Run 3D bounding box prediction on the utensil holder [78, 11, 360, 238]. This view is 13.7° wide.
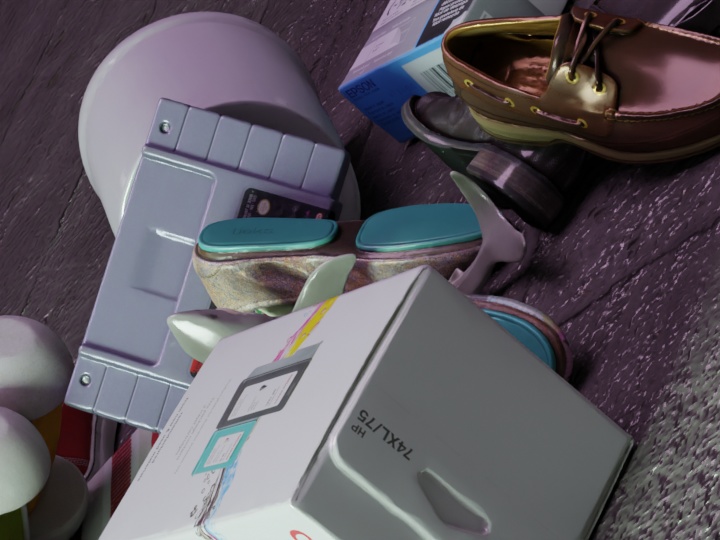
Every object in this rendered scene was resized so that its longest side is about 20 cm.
[{"bbox_3d":[-0.093,-0.068,1.983,0.170,0.170,0.200,-48,20,7],"label":"utensil holder"}]

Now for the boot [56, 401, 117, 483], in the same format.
[{"bbox_3d":[-0.242,0.086,2.073,0.072,0.144,0.200,-49,17,11],"label":"boot"}]

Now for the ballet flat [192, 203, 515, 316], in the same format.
[{"bbox_3d":[0.000,0.000,1.768,0.200,0.067,0.068,-1,27,21],"label":"ballet flat"}]

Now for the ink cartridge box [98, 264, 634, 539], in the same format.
[{"bbox_3d":[0.000,0.112,1.460,0.200,0.147,0.146,-20,35,55],"label":"ink cartridge box"}]

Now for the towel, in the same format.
[{"bbox_3d":[-0.153,0.162,1.919,0.200,0.023,0.144,-46,21,19],"label":"towel"}]

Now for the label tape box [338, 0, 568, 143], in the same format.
[{"bbox_3d":[0.084,-0.192,1.967,0.143,0.066,0.200,-23,35,54],"label":"label tape box"}]

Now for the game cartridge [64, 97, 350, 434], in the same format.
[{"bbox_3d":[-0.092,0.006,1.832,0.038,0.130,0.200,32,-106,-75],"label":"game cartridge"}]

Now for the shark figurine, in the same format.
[{"bbox_3d":[0.014,0.042,1.693,0.214,0.128,0.090,-22,41,14],"label":"shark figurine"}]

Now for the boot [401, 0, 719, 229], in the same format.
[{"bbox_3d":[0.123,-0.117,1.746,0.174,0.069,0.200,-51,29,-1],"label":"boot"}]

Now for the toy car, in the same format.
[{"bbox_3d":[-0.256,0.132,1.871,0.200,0.150,0.175,-81,-8,-50],"label":"toy car"}]

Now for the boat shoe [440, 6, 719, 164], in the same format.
[{"bbox_3d":[0.127,-0.105,1.619,0.200,0.068,0.072,6,65,41],"label":"boat shoe"}]

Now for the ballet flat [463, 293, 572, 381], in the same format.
[{"bbox_3d":[0.036,0.052,1.601,0.200,0.069,0.071,-13,-4,33],"label":"ballet flat"}]
